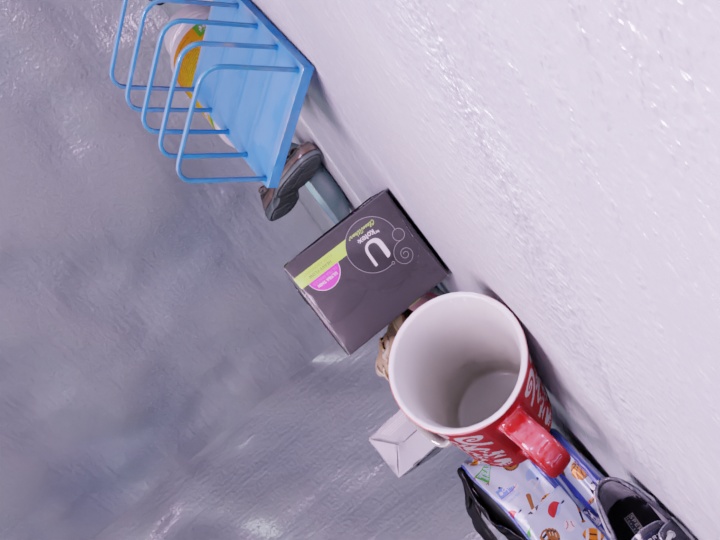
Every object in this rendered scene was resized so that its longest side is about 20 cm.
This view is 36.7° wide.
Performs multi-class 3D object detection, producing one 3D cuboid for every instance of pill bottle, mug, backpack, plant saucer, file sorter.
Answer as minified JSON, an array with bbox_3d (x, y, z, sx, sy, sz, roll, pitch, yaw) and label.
[{"bbox_3d":[-0.163,-0.242,1.312,0.200,0.111,0.111,50,177,40],"label":"pill bottle"},{"bbox_3d":[0.123,0.138,1.061,0.200,0.132,0.179,49,-157,-61],"label":"mug"},{"bbox_3d":[0.203,0.264,1.229,0.190,0.154,0.200,41,168,12],"label":"backpack"},{"bbox_3d":[-0.068,-0.145,1.798,0.202,0.039,0.201,53,177,4],"label":"plant saucer"},{"bbox_3d":[-0.161,-0.196,1.114,0.200,0.122,0.140,50,132,38],"label":"file sorter"}]

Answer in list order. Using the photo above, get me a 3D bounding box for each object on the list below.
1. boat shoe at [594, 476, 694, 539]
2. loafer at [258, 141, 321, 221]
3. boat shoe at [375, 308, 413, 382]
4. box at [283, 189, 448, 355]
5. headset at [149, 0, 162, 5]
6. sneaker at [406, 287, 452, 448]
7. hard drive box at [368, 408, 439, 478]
[{"bbox_3d":[0.262,0.249,0.940,0.068,0.071,0.200,51,-175,-28],"label":"boat shoe"},{"bbox_3d":[-0.120,-0.147,1.681,0.063,0.071,0.200,56,149,12],"label":"loafer"},{"bbox_3d":[0.054,0.103,1.216,0.071,0.065,0.200,38,-168,-8],"label":"boat shoe"},{"bbox_3d":[0.000,0.000,1.279,0.125,0.148,0.200,52,178,-4],"label":"box"},{"bbox_3d":[-0.283,-0.405,1.331,0.123,0.093,0.202,44,-154,-50],"label":"headset"},{"bbox_3d":[0.095,0.127,1.362,0.104,0.075,0.203,-28,-77,-53],"label":"sneaker"},{"bbox_3d":[0.116,0.217,1.617,0.077,0.156,0.200,50,-166,12],"label":"hard drive box"}]
